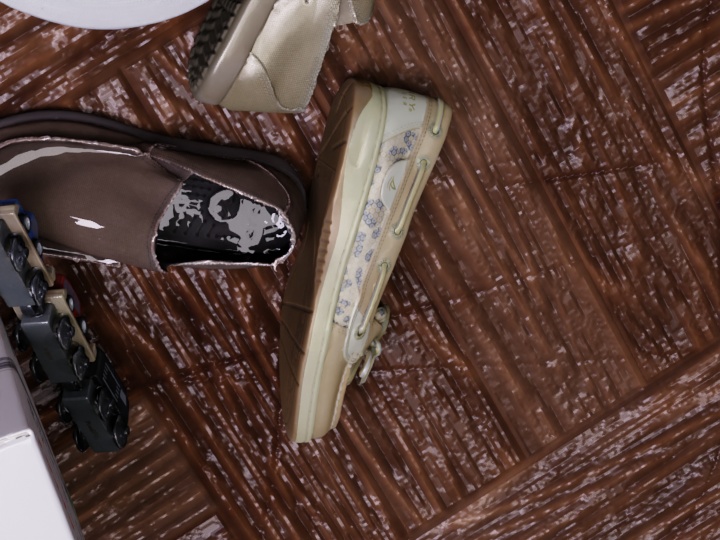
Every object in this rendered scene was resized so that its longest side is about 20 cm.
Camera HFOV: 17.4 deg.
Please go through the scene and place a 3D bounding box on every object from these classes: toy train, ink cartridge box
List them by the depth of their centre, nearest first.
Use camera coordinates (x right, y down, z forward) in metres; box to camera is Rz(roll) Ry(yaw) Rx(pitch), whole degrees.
[{"bbox_3d":[-0.191,0.116,1.179,0.083,0.200,0.146,-21,114,-7],"label":"ink cartridge box"},{"bbox_3d":[-0.158,0.026,1.206,0.034,0.046,0.201,-4,143,14],"label":"toy train"}]

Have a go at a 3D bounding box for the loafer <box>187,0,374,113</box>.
[{"bbox_3d":[-0.018,-0.166,1.197,0.067,0.076,0.201,24,111,-24],"label":"loafer"}]

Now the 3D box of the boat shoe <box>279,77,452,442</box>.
[{"bbox_3d":[0.000,0.000,1.259,0.062,0.073,0.202,9,106,-16],"label":"boat shoe"}]

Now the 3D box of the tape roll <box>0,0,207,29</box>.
[{"bbox_3d":[-0.127,-0.222,1.146,0.199,0.066,0.202,-5,112,-13],"label":"tape roll"}]

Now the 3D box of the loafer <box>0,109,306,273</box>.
[{"bbox_3d":[-0.118,-0.037,1.213,0.198,0.071,0.074,1,109,-16],"label":"loafer"}]
